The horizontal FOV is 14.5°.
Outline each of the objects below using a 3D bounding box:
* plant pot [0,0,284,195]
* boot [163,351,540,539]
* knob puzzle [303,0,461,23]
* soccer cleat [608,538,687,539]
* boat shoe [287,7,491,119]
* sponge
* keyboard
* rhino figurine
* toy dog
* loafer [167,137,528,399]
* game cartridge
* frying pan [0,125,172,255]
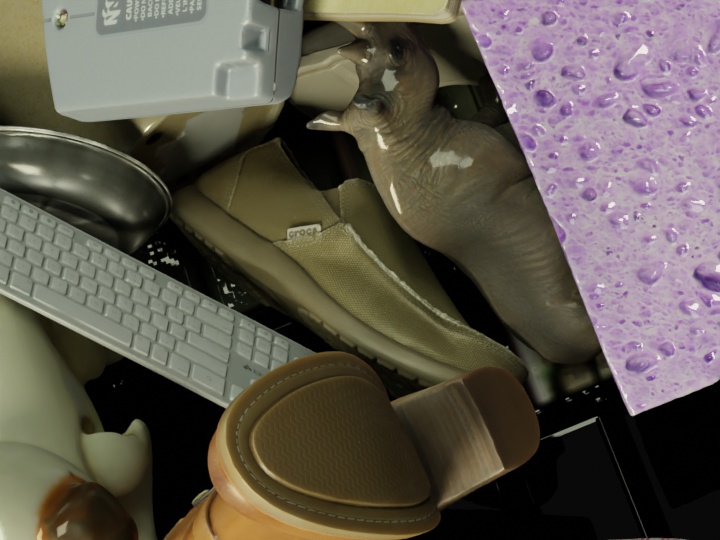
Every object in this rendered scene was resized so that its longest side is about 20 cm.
[{"bbox_3d":[-0.125,-0.131,1.289,0.187,0.187,0.200,-36,70,-4],"label":"plant pot"},{"bbox_3d":[-0.035,0.095,1.101,0.155,0.200,0.074,-29,74,29],"label":"boot"},{"bbox_3d":[-0.031,-0.194,1.172,0.219,0.030,0.220,-11,67,29],"label":"knob puzzle"},{"bbox_3d":[0.063,0.138,1.100,0.200,0.086,0.070,-11,57,-7],"label":"soccer cleat"},{"bbox_3d":[0.037,-0.111,1.236,0.200,0.067,0.057,-11,53,49],"label":"boat shoe"},{"bbox_3d":[0.121,-0.055,1.140,0.111,0.030,0.200,-22,97,6],"label":"sponge"},{"bbox_3d":[-0.084,0.022,1.186,0.011,0.200,0.056,-50,22,31],"label":"keyboard"},{"bbox_3d":[0.050,-0.041,1.182,0.087,0.200,0.060,-55,20,-22],"label":"rhino figurine"},{"bbox_3d":[-0.149,0.076,1.164,0.139,0.194,0.200,-17,49,-3],"label":"toy dog"},{"bbox_3d":[0.000,0.000,1.221,0.200,0.076,0.067,34,82,30],"label":"loafer"},{"bbox_3d":[-0.076,-0.162,1.161,0.133,0.040,0.200,-1,82,39],"label":"game cartridge"},{"bbox_3d":[-0.173,-0.026,1.250,0.190,0.115,0.031,-7,62,26],"label":"frying pan"}]
